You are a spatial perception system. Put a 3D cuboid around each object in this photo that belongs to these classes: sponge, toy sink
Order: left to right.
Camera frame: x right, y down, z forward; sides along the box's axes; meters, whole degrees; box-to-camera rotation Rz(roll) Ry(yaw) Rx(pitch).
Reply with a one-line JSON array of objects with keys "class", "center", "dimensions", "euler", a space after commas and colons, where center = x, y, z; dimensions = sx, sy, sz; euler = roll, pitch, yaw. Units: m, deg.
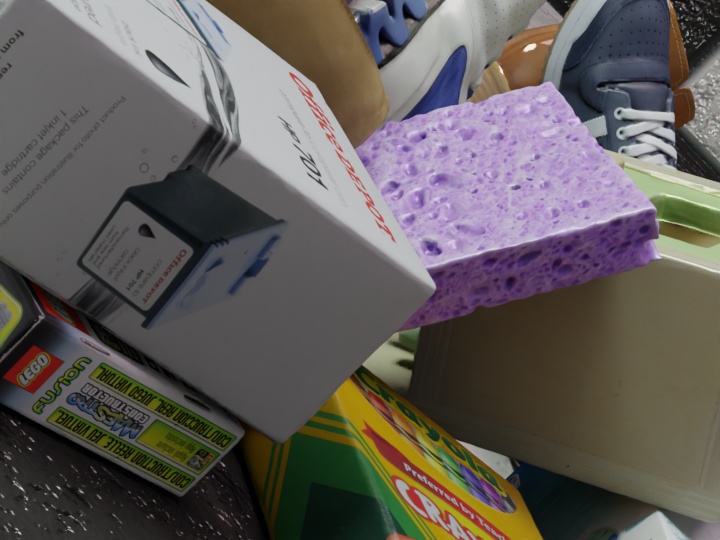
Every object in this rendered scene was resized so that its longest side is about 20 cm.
[{"class": "sponge", "center": [0.004, -0.017, 1.167], "dimensions": [0.112, 0.200, 0.030], "euler": [-120, -161, -54]}, {"class": "toy sink", "center": [0.092, 0.010, 1.274], "dimensions": [0.200, 0.112, 0.130], "euler": [18, 19, 21]}]

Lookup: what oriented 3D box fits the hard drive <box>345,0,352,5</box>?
[{"class": "hard drive", "center": [-0.075, -0.117, 1.165], "dimensions": [0.135, 0.200, 0.042], "euler": [40, 16, -33]}]

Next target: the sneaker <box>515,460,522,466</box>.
[{"class": "sneaker", "center": [0.148, 0.097, 1.424], "dimensions": [0.115, 0.076, 0.200], "euler": [20, -11, -38]}]

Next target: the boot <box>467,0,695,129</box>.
[{"class": "boot", "center": [0.098, -0.057, 1.562], "dimensions": [0.077, 0.155, 0.200], "euler": [54, -15, 40]}]

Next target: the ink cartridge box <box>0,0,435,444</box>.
[{"class": "ink cartridge box", "center": [-0.086, -0.050, 1.016], "dimensions": [0.200, 0.086, 0.146], "euler": [34, 16, -37]}]

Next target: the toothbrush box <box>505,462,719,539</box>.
[{"class": "toothbrush box", "center": [0.141, 0.152, 1.288], "dimensions": [0.146, 0.085, 0.200], "euler": [42, 13, -14]}]

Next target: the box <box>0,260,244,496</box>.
[{"class": "box", "center": [-0.123, -0.014, 1.059], "dimensions": [0.110, 0.035, 0.200], "euler": [33, 17, -46]}]

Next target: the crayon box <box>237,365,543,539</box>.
[{"class": "crayon box", "center": [0.019, 0.100, 1.124], "dimensions": [0.127, 0.051, 0.200], "euler": [39, 13, -28]}]

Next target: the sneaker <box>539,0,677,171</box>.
[{"class": "sneaker", "center": [0.133, -0.039, 1.457], "dimensions": [0.070, 0.200, 0.108], "euler": [1, 22, -33]}]

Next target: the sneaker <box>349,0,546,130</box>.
[{"class": "sneaker", "center": [0.022, -0.091, 1.321], "dimensions": [0.081, 0.115, 0.199], "euler": [17, 36, 37]}]

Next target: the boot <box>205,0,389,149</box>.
[{"class": "boot", "center": [-0.099, -0.099, 1.105], "dimensions": [0.066, 0.175, 0.200], "euler": [-114, 179, -54]}]
